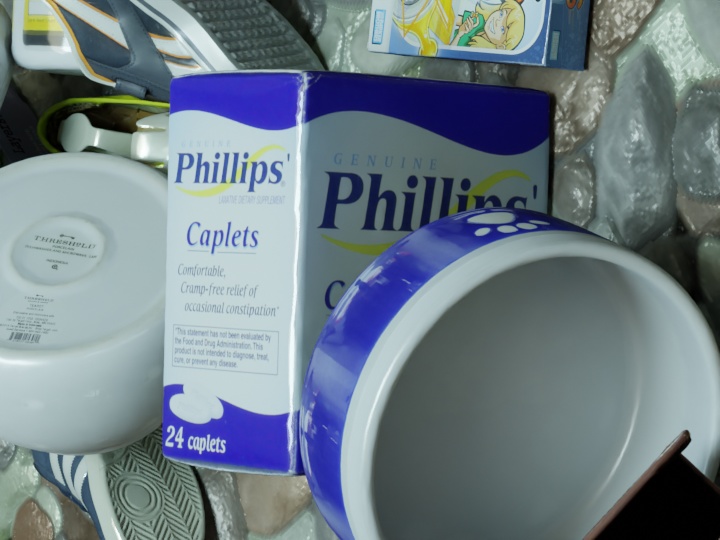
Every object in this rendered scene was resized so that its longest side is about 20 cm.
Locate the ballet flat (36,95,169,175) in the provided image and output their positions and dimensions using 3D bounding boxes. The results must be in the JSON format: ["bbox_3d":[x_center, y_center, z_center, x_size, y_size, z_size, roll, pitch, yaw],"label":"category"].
[{"bbox_3d":[-0.126,-0.075,1.460,0.199,0.067,0.067,12,91,45],"label":"ballet flat"}]

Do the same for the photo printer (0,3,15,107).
[{"bbox_3d":[-0.274,-0.067,1.480,0.167,0.069,0.201,-82,17,-54],"label":"photo printer"}]

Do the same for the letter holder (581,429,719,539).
[{"bbox_3d":[0.114,0.174,1.062,0.101,0.142,0.200,43,82,10],"label":"letter holder"}]

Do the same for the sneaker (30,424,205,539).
[{"bbox_3d":[-0.161,0.129,1.497,0.085,0.075,0.201,-53,48,37],"label":"sneaker"}]

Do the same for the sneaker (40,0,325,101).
[{"bbox_3d":[-0.108,-0.135,1.377,0.079,0.200,0.079,-40,19,35],"label":"sneaker"}]

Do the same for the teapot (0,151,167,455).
[{"bbox_3d":[-0.162,0.038,1.406,0.200,0.197,0.147,46,156,38],"label":"teapot"}]

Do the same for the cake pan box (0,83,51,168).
[{"bbox_3d":[-0.270,-0.027,1.621,0.200,0.052,0.185,54,127,31],"label":"cake pan box"}]

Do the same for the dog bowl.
[{"bbox_3d":[0.073,0.073,1.156,0.079,0.199,0.202,32,113,60],"label":"dog bowl"}]

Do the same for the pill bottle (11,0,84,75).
[{"bbox_3d":[-0.154,-0.220,1.460,0.112,0.112,0.202,6,94,45],"label":"pill bottle"}]

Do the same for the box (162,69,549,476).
[{"bbox_3d":[0.000,0.000,1.249,0.105,0.183,0.202,1,91,47],"label":"box"}]

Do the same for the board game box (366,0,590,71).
[{"bbox_3d":[0.070,-0.212,1.286,0.135,0.034,0.202,9,96,45],"label":"board game box"}]
